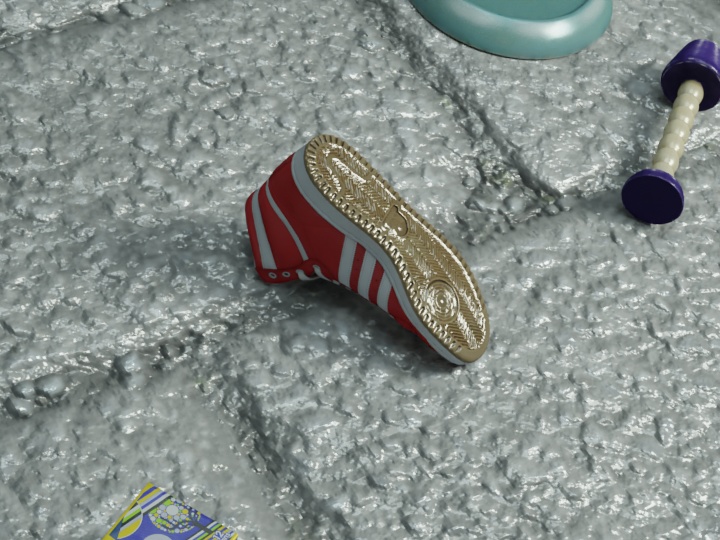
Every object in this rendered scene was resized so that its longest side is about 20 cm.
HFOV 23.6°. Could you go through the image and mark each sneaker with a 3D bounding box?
[{"bbox_3d":[0.000,0.000,1.256,0.200,0.112,0.071,49,46,-10],"label":"sneaker"}]

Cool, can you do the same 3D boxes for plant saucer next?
[{"bbox_3d":[0.134,-0.266,1.547,0.200,0.027,0.200,7,48,-8],"label":"plant saucer"}]

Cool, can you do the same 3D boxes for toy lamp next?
[{"bbox_3d":[0.264,-0.122,1.431,0.058,0.058,0.200,23,47,6],"label":"toy lamp"}]

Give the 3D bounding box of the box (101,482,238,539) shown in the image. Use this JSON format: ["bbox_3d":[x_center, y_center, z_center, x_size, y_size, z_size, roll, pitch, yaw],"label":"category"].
[{"bbox_3d":[-0.154,0.223,1.007,0.070,0.064,0.200,28,49,12],"label":"box"}]
